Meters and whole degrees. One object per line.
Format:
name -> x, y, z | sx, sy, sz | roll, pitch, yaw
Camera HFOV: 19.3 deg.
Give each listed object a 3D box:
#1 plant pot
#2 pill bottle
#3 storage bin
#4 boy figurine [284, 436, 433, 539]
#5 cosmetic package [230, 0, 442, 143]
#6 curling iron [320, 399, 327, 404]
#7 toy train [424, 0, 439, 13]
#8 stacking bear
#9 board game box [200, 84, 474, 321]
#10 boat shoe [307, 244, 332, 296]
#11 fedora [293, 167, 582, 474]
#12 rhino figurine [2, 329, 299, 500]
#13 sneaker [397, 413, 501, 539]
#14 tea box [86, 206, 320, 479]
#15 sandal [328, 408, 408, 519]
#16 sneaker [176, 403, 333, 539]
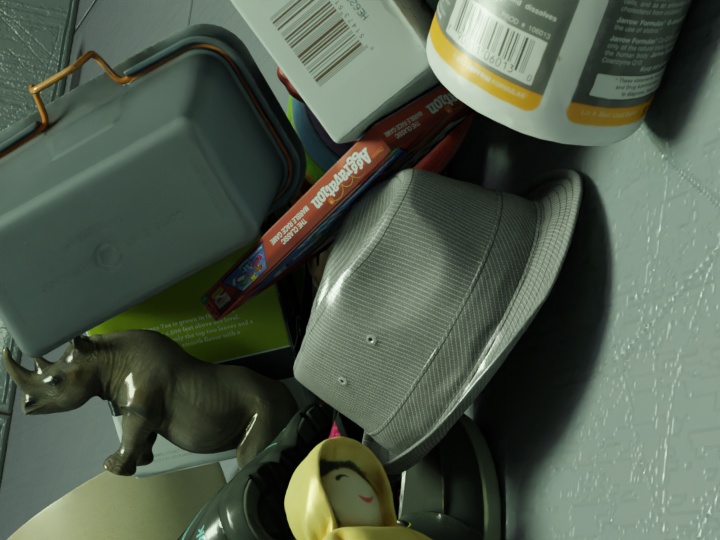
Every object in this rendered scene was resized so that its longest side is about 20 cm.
plant pot -> -0.170, 0.239, 1.646 | 0.135, 0.199, 0.201 | 57, 149, 14
pill bottle -> 0.112, -0.170, 0.992 | 0.117, 0.115, 0.201 | -106, 31, -58
storage bin -> -0.142, -0.046, 1.227 | 0.146, 0.199, 0.134 | 60, -170, -16
boy figurine -> 0.028, 0.158, 1.044 | 0.200, 0.123, 0.065 | 48, 126, 44
cosmetic package -> 0.008, -0.132, 1.155 | 0.074, 0.102, 0.200 | -37, -2, 16
curling iron -> -0.027, 0.106, 1.462 | 0.200, 0.025, 0.050 | 149, 133, -70
toy train -> 0.073, -0.206, 1.159 | 0.114, 0.085, 0.201 | -41, 29, 17
stacking bear -> -0.003, -0.088, 1.356 | 0.114, 0.122, 0.200 | -42, -3, -22
board game box -> -0.007, -0.043, 1.185 | 0.103, 0.019, 0.200 | -36, -4, -42
boat shoe -> 0.000, 0.000, 1.310 | 0.065, 0.071, 0.200 | 63, 167, -4
fedora -> 0.027, 0.011, 1.123 | 0.200, 0.090, 0.178 | -52, 13, 46
rhino figurine -> -0.130, 0.084, 1.326 | 0.060, 0.198, 0.088 | -125, 57, -77
sneaker -> 0.014, 0.156, 1.133 | 0.075, 0.105, 0.202 | 121, 156, -51
tea box -> -0.109, 0.000, 1.435 | 0.200, 0.132, 0.198 | -88, -14, -69
sandal -> 0.011, 0.106, 1.239 | 0.045, 0.074, 0.201 | 106, 168, -47
sneaker -> -0.052, 0.137, 1.283 | 0.079, 0.076, 0.200 | -34, -5, 25
